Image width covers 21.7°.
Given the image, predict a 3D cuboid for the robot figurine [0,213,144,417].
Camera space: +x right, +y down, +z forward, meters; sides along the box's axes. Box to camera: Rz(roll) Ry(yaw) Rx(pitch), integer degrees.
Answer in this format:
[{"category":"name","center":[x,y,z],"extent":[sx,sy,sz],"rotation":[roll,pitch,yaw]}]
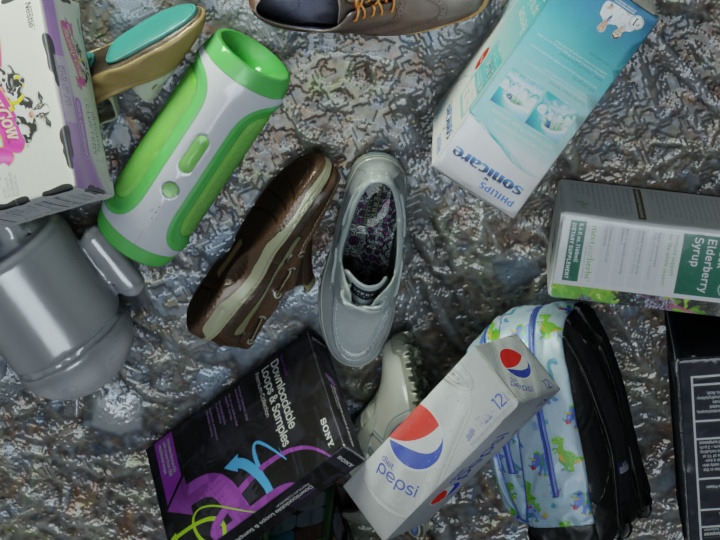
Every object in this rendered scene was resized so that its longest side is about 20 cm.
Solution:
[{"category":"robot figurine","center":[-0.272,0.030,1.631],"extent":[0.169,0.113,0.201],"rotation":[-29,109,9]}]

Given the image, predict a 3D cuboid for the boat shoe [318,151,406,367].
[{"category":"boat shoe","center":[0.001,0.000,1.629],"extent":[0.070,0.072,0.202],"rotation":[8,113,-1]}]

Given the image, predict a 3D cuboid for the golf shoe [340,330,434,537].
[{"category":"golf shoe","center":[0.017,0.150,1.692],"extent":[0.096,0.078,0.201],"rotation":[0,112,6]}]

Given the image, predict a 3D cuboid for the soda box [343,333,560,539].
[{"category":"soda box","center":[0.074,0.142,1.583],"extent":[0.064,0.068,0.200],"rotation":[53,126,18]}]

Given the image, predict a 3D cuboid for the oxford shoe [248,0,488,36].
[{"category":"oxford shoe","center":[0.007,-0.217,1.534],"extent":[0.198,0.073,0.072],"rotation":[-3,113,3]}]

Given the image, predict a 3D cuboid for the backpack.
[{"category":"backpack","center":[0.172,0.126,1.633],"extent":[0.153,0.163,0.201],"rotation":[5,108,27]}]

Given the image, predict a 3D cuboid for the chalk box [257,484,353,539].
[{"category":"chalk box","center":[-0.070,0.278,1.725],"extent":[0.123,0.125,0.201],"rotation":[-15,111,8]}]

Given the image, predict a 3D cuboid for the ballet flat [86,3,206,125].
[{"category":"ballet flat","center":[-0.205,-0.162,1.578],"extent":[0.199,0.069,0.063],"rotation":[-20,121,20]}]

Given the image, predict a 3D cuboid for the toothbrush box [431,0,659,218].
[{"category":"toothbrush box","center":[0.144,-0.163,1.514],"extent":[0.085,0.147,0.200],"rotation":[30,112,-10]}]

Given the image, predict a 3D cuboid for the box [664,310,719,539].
[{"category":"box","center":[0.372,0.133,1.643],"extent":[0.198,0.123,0.200],"rotation":[-4,112,6]}]

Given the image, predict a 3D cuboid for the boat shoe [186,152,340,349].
[{"category":"boat shoe","center":[-0.069,-0.013,1.635],"extent":[0.075,0.075,0.203],"rotation":[28,118,-24]}]

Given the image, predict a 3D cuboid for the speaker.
[{"category":"speaker","center":[-0.142,-0.102,1.584],"extent":[0.088,0.089,0.200],"rotation":[32,111,-11]}]

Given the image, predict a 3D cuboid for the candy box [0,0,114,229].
[{"category":"candy box","center":[-0.315,-0.119,1.536],"extent":[0.199,0.071,0.169],"rotation":[-15,81,19]}]

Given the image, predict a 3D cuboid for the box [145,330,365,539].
[{"category":"box","center":[-0.096,0.163,1.667],"extent":[0.200,0.143,0.036],"rotation":[-36,134,15]}]

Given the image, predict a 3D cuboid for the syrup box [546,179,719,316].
[{"category":"syrup box","center":[0.262,-0.017,1.606],"extent":[0.198,0.082,0.079],"rotation":[7,115,1]}]
